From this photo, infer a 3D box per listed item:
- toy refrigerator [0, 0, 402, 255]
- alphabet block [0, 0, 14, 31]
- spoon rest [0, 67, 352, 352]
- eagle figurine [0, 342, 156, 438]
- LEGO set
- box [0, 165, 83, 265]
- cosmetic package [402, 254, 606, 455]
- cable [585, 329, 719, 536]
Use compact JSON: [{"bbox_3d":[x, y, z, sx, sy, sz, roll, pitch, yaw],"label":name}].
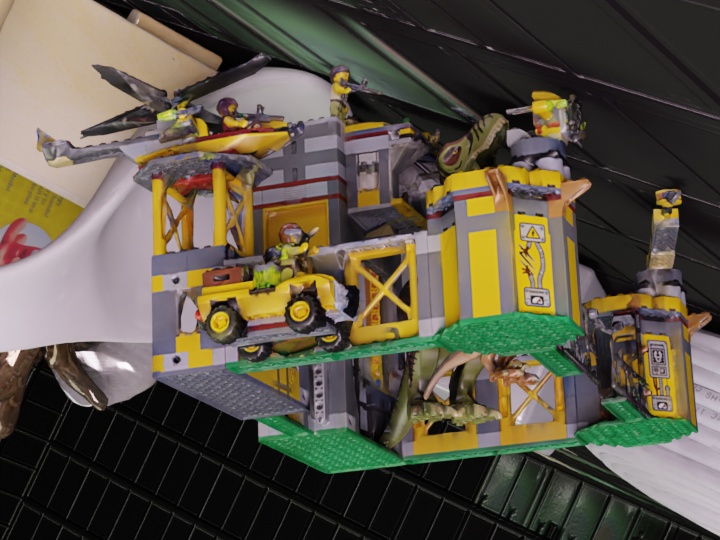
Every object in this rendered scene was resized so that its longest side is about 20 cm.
[{"bbox_3d":[-0.076,-0.053,0.796,0.199,0.070,0.076,29,-178,-32],"label":"toy refrigerator"},{"bbox_3d":[-0.237,-0.071,0.607,0.195,0.201,0.196,21,174,42],"label":"alphabet block"},{"bbox_3d":[-0.082,-0.011,0.713,0.199,0.100,0.061,-14,-140,-31],"label":"spoon rest"},{"bbox_3d":[-0.186,-0.019,0.997,0.151,0.152,0.200,-23,-142,-30],"label":"eagle figurine"},{"bbox_3d":[0.017,-0.017,0.646,0.153,0.117,0.200,-11,162,27],"label":"LEGO set"},{"bbox_3d":[-0.168,-0.062,0.859,0.199,0.118,0.048,27,169,-21],"label":"box"},{"bbox_3d":[0.000,0.000,0.939,0.199,0.072,0.101,25,175,15],"label":"cosmetic package"},{"bbox_3d":[0.179,0.083,0.909,0.199,0.070,0.199,29,175,-37],"label":"cable"}]
